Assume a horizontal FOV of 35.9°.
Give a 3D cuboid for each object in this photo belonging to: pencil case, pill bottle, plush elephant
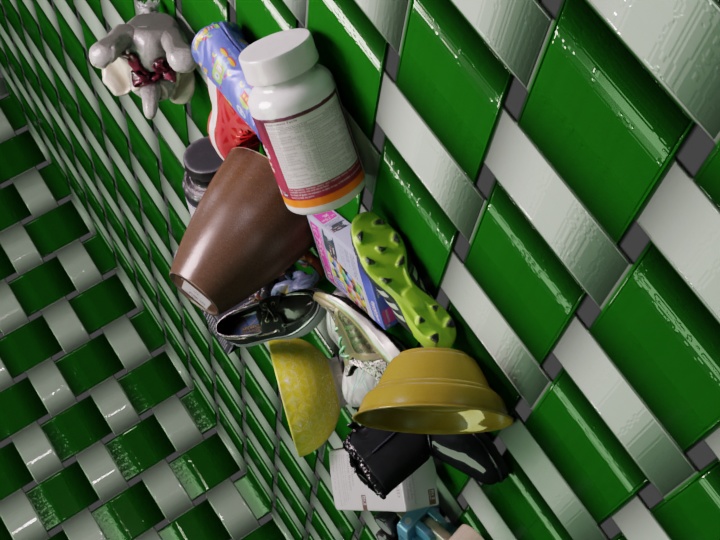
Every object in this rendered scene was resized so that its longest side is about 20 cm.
[{"bbox_3d":[-0.147,-0.253,1.473,0.200,0.077,0.088,50,140,31],"label":"pencil case"},{"bbox_3d":[-0.070,-0.178,1.332,0.109,0.109,0.202,31,146,56],"label":"pill bottle"},{"bbox_3d":[-0.334,-0.319,1.760,0.201,0.162,0.156,-98,8,-52],"label":"plush elephant"},{"bbox_3d":[-0.236,-0.122,1.860,0.112,0.111,0.201,46,157,35],"label":"pill bottle"}]

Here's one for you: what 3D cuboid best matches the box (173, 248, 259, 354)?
[{"bbox_3d":[-0.224,0.024,1.997,0.202,0.147,0.104,59,163,5],"label":"box"}]

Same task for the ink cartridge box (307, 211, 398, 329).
[{"bbox_3d":[0.000,0.000,1.531,0.200,0.042,0.120,37,151,48],"label":"ink cartridge box"}]

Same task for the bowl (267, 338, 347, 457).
[{"bbox_3d":[-0.078,0.196,1.834,0.200,0.106,0.203,164,90,-85],"label":"bowl"}]

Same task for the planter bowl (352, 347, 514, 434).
[{"bbox_3d":[0.089,0.144,1.366,0.201,0.197,0.085,126,148,-70],"label":"planter bowl"}]

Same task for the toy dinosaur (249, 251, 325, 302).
[{"bbox_3d":[-0.103,0.020,1.797,0.181,0.199,0.106,-38,85,34],"label":"toy dinosaur"}]

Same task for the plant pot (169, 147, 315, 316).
[{"bbox_3d":[-0.179,-0.039,1.609,0.186,0.201,0.187,33,160,14],"label":"plant pot"}]

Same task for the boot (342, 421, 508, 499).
[{"bbox_3d":[0.081,0.248,1.489,0.198,0.161,0.074,46,159,37],"label":"boot"}]

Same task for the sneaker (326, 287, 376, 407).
[{"bbox_3d":[0.006,0.114,1.668,0.079,0.070,0.203,3,118,37],"label":"sneaker"}]

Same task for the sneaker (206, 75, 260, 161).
[{"bbox_3d":[-0.166,-0.202,1.609,0.116,0.078,0.201,48,159,37],"label":"sneaker"}]

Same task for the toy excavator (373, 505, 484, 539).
[{"bbox_3d":[0.124,0.422,1.785,0.199,0.100,0.196,35,154,27],"label":"toy excavator"}]

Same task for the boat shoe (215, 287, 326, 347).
[{"bbox_3d":[-0.136,0.073,1.681,0.198,0.056,0.070,-21,65,34],"label":"boat shoe"}]

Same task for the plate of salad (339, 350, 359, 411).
[{"bbox_3d":[0.013,0.217,1.811,0.201,0.048,0.201,50,159,27],"label":"plate of salad"}]

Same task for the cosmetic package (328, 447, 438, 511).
[{"bbox_3d":[0.034,0.325,1.756,0.199,0.073,0.103,-19,77,56],"label":"cosmetic package"}]

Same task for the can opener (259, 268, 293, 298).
[{"bbox_3d":[-0.144,-0.011,1.878,0.079,0.062,0.202,-101,10,-45],"label":"can opener"}]

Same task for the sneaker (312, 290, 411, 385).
[{"bbox_3d":[-0.008,0.104,1.562,0.200,0.089,0.077,41,-173,28],"label":"sneaker"}]

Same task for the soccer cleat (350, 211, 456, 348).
[{"bbox_3d":[0.047,0.020,1.392,0.201,0.067,0.081,56,163,5],"label":"soccer cleat"}]
